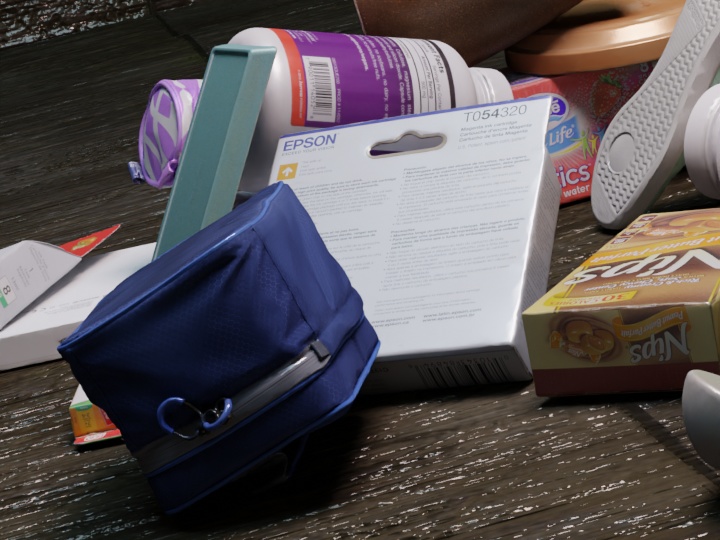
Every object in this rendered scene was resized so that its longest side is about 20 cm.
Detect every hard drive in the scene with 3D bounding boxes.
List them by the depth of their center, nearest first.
[{"bbox_3d":[-0.202,0.024,1.775,0.132,0.026,0.200,-12,13,3],"label":"hard drive"}]

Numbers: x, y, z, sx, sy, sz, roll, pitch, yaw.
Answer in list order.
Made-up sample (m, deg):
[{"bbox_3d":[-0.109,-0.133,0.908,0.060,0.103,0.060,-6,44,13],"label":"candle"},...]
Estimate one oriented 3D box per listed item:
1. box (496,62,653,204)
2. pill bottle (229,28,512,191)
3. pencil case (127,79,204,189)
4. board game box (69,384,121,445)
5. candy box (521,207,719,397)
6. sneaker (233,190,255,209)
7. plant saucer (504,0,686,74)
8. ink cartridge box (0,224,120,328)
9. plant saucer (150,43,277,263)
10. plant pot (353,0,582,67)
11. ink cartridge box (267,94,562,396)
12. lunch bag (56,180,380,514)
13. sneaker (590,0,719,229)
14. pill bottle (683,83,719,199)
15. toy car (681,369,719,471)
[{"bbox_3d":[0.125,-0.103,1.826,0.200,0.103,0.095,-15,14,-12],"label":"box"},{"bbox_3d":[0.002,-0.108,1.671,0.200,0.113,0.112,2,7,-25],"label":"pill bottle"},{"bbox_3d":[-0.065,-0.093,1.749,0.200,0.084,0.086,1,43,-25],"label":"pencil case"},{"bbox_3d":[-0.132,0.066,1.545,0.095,0.030,0.200,-12,16,3],"label":"board game box"},{"bbox_3d":[0.187,0.015,1.394,0.115,0.055,0.200,-5,15,29],"label":"candy box"},{"bbox_3d":[-0.056,-0.026,1.800,0.085,0.073,0.200,28,28,25],"label":"sneaker"},{"bbox_3d":[0.207,-0.192,1.832,0.200,0.032,0.200,-12,14,3],"label":"plant saucer"},{"bbox_3d":[-0.295,0.006,1.804,0.161,0.050,0.200,-17,17,29],"label":"ink cartridge box"},{"bbox_3d":[-0.104,-0.055,1.578,0.019,0.200,0.070,16,-2,-31],"label":"plant saucer"},{"bbox_3d":[0.094,-0.243,1.783,0.200,0.187,0.187,-16,13,6],"label":"plant pot"},{"bbox_3d":[0.024,-0.011,1.478,0.196,0.043,0.200,-7,47,24],"label":"ink cartridge box"},{"bbox_3d":[-0.069,0.049,1.322,0.136,0.132,0.200,-32,8,15],"label":"lunch bag"},{"bbox_3d":[0.252,-0.103,1.693,0.118,0.201,0.074,22,14,-34],"label":"sneaker"},{"bbox_3d":[0.303,-0.072,1.487,0.112,0.113,0.200,-23,23,-36],"label":"pill bottle"},{"bbox_3d":[0.251,0.038,1.092,0.150,0.175,0.200,20,7,-14],"label":"toy car"}]
